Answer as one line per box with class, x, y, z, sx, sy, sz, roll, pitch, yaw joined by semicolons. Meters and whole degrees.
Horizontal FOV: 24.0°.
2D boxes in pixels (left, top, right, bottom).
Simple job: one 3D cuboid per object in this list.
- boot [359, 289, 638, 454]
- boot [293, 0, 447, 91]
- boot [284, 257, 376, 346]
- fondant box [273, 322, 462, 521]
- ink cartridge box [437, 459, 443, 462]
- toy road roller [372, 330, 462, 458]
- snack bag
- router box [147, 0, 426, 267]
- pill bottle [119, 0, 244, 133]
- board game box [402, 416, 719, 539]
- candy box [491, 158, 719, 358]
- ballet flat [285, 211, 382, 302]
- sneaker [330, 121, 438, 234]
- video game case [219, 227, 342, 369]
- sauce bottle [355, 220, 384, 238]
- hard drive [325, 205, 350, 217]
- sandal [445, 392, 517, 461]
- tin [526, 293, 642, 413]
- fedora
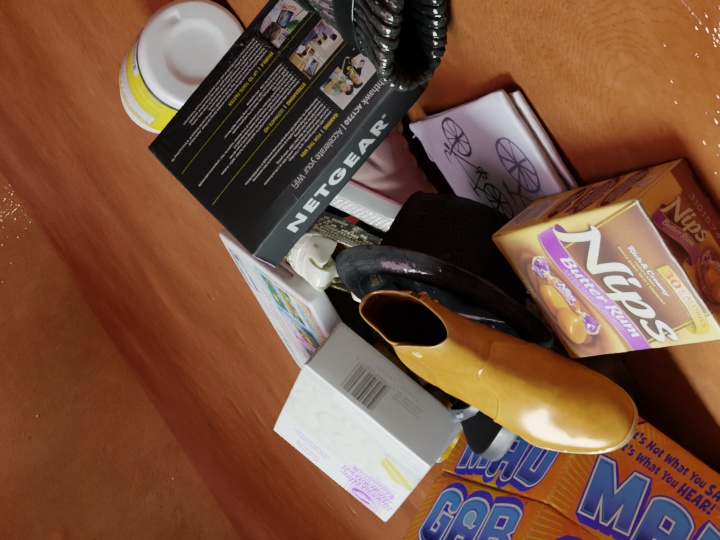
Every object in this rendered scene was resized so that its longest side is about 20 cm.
boot;0.100;0.076;1.280;0.200;0.071;0.144;19;171;34
boot;-0.017;-0.242;1.261;0.158;0.079;0.211;47;175;41
boot;-0.049;-0.007;1.607;0.201;0.074;0.097;63;-164;3
fondant box;0.004;0.144;1.560;0.144;0.058;0.200;39;157;6
ink cartridge box;0.015;0.085;1.813;0.200;0.043;0.198;51;-176;-32
toy road roller;0.097;0.115;1.638;0.146;0.123;0.200;43;166;28
snack bag;0.129;-0.057;1.369;0.189;0.021;0.200;55;163;-9
router box;-0.064;-0.127;1.426;0.149;0.200;0.051;45;-172;24
pill bottle;-0.188;-0.205;1.752;0.115;0.114;0.200;53;164;-6
board game box;0.182;0.231;1.417;0.199;0.201;0.200;35;168;-19
candy box;0.189;-0.004;1.216;0.117;0.056;0.200;55;155;-9
ballet flat;0.000;0.000;1.514;0.199;0.075;0.068;21;128;8
sneaker;0.033;-0.088;1.500;0.199;0.105;0.075;26;166;-23
video game case;-0.047;0.060;1.646;0.182;0.024;0.201;35;159;50
sauce bottle;0.016;-0.016;1.690;0.065;0.065;0.200;48;159;13
hard drive;-0.033;-0.122;1.633;0.135;0.042;0.200;51;164;5
sandal;0.097;0.106;1.442;0.043;0.077;0.200;26;-174;-16
tin;0.169;0.072;1.510;0.200;0.042;0.112;39;163;38
fedora;0.079;-0.003;1.370;0.199;0.092;0.201;19;165;5
